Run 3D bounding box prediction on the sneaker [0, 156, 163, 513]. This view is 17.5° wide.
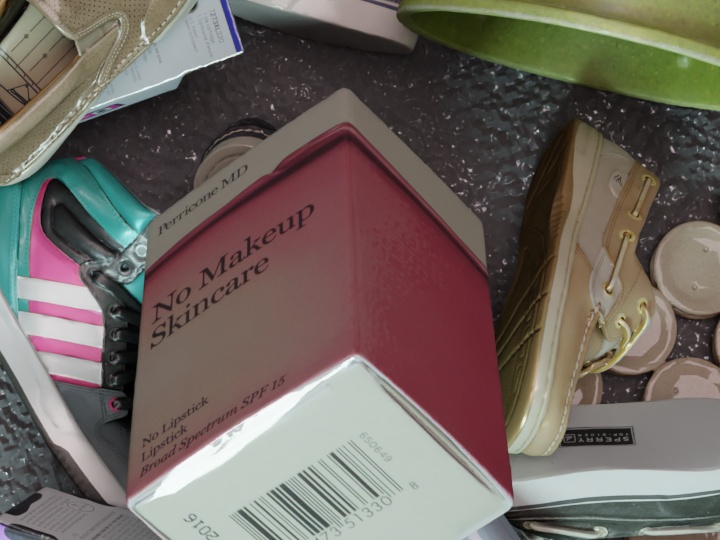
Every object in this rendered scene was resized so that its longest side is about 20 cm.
[{"bbox_3d":[-0.112,0.026,1.145,0.121,0.084,0.200,-30,83,-1],"label":"sneaker"}]

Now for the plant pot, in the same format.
[{"bbox_3d":[0.135,-0.188,1.131,0.200,0.200,0.184,13,88,-3],"label":"plant pot"}]

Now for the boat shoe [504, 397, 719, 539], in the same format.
[{"bbox_3d":[0.094,0.104,1.139,0.200,0.064,0.071,1,38,7],"label":"boat shoe"}]

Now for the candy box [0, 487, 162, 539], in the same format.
[{"bbox_3d":[-0.079,0.209,1.071,0.200,0.072,0.168,14,101,9],"label":"candy box"}]

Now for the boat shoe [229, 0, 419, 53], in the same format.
[{"bbox_3d":[-0.057,-0.179,1.186,0.200,0.075,0.093,17,86,-2],"label":"boat shoe"}]

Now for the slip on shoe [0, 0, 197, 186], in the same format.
[{"bbox_3d":[-0.135,-0.124,1.094,0.076,0.061,0.200,43,100,10],"label":"slip on shoe"}]

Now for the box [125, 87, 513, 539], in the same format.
[{"bbox_3d":[-0.019,0.037,1.027,0.128,0.200,0.109,-34,121,21],"label":"box"}]

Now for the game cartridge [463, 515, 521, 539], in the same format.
[{"bbox_3d":[-0.018,0.165,1.106,0.200,0.042,0.133,-36,86,16],"label":"game cartridge"}]

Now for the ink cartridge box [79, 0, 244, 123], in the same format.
[{"bbox_3d":[-0.157,-0.117,1.148,0.200,0.037,0.095,-18,87,15],"label":"ink cartridge box"}]

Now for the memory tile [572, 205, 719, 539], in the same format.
[{"bbox_3d":[0.186,0.054,1.201,0.200,0.017,0.153,-38,86,-11],"label":"memory tile"}]

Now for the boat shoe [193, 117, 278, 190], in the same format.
[{"bbox_3d":[0.000,0.000,1.163,0.073,0.063,0.200,-39,107,21],"label":"boat shoe"}]

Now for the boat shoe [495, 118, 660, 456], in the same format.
[{"bbox_3d":[0.112,0.011,1.145,0.069,0.074,0.200,23,52,-9],"label":"boat shoe"}]
